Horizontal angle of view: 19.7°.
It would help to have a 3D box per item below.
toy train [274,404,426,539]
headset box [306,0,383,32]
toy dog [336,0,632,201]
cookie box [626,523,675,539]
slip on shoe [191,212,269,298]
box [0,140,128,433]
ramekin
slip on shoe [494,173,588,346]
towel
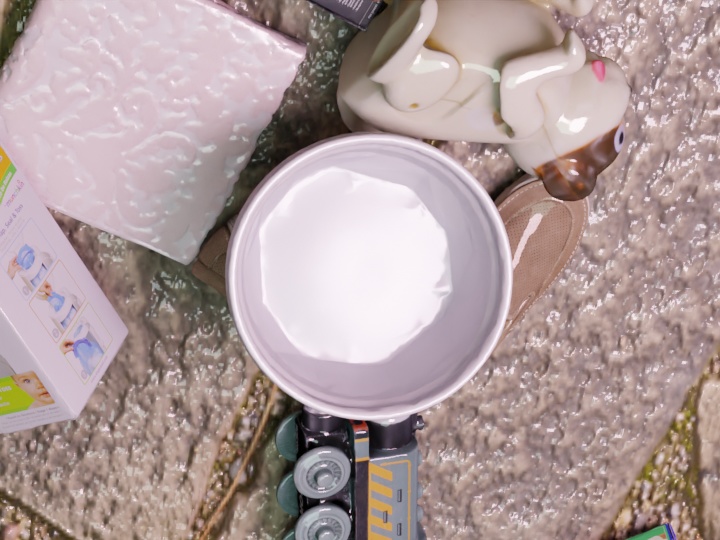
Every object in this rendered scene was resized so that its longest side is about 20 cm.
[{"bbox_3d":[-0.005,0.185,1.638,0.114,0.085,0.200,-8,117,-15],"label":"toy train"},{"bbox_3d":[-0.043,-0.288,1.375,0.200,0.093,0.174,24,113,-16],"label":"headset box"},{"bbox_3d":[0.096,-0.126,1.450,0.200,0.140,0.194,22,125,-16],"label":"toy dog"},{"bbox_3d":[0.196,0.324,1.711,0.200,0.075,0.171,-23,120,7],"label":"cookie box"},{"bbox_3d":[-0.043,0.044,1.555,0.061,0.076,0.200,-43,110,1],"label":"slip on shoe"},{"bbox_3d":[-0.276,0.010,1.487,0.112,0.101,0.200,-13,121,30],"label":"box"},{"bbox_3d":[0.000,0.000,1.467,0.200,0.105,0.200,-1,96,-9],"label":"ramekin"},{"bbox_3d":[0.102,0.011,1.554,0.076,0.061,0.200,36,109,-20],"label":"slip on shoe"},{"bbox_3d":[-0.163,-0.121,1.487,0.191,0.032,0.200,24,113,-17],"label":"towel"}]
